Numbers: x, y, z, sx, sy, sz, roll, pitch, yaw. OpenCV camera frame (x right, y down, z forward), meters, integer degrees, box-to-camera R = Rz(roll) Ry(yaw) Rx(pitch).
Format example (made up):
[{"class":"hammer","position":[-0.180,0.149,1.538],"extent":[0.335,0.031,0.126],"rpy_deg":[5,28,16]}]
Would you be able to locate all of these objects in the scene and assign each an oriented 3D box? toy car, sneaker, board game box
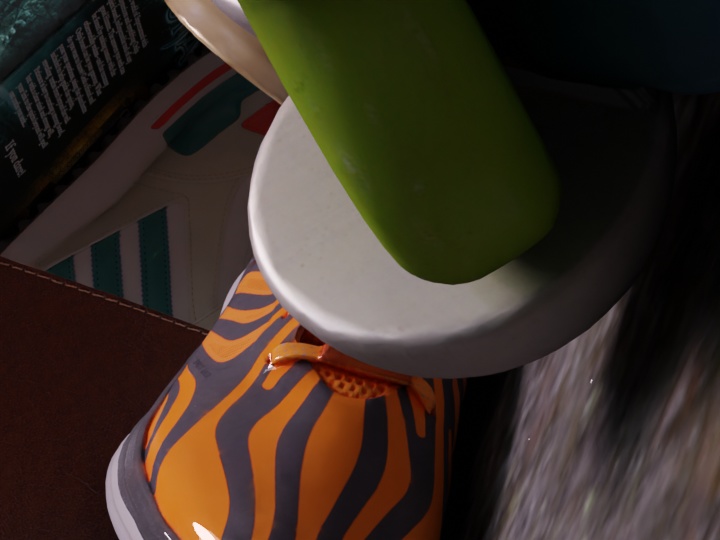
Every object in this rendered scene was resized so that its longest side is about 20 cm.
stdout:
[{"class":"toy car","position":[0.019,-0.093,0.486],"extent":[0.175,0.150,0.200],"rpy_deg":[57,-166,-48]},{"class":"sneaker","position":[-0.072,0.018,0.927],"extent":[0.200,0.093,0.070],"rpy_deg":[-48,-18,-3]},{"class":"sneaker","position":[0.000,0.000,0.621],"extent":[0.200,0.077,0.112],"rpy_deg":[-82,14,-64]},{"class":"board game box","position":[-0.095,-0.047,0.940],"extent":[0.135,0.028,0.200],"rpy_deg":[-45,-17,-14]}]

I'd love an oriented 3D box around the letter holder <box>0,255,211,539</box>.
[{"class":"letter holder","position":[-0.072,0.096,0.629],"extent":[0.200,0.142,0.101],"rpy_deg":[-82,15,-63]}]

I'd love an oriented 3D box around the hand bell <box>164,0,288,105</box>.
[{"class":"hand bell","position":[0.037,-0.138,0.839],"extent":[0.200,0.104,0.104],"rpy_deg":[-54,9,12]}]
